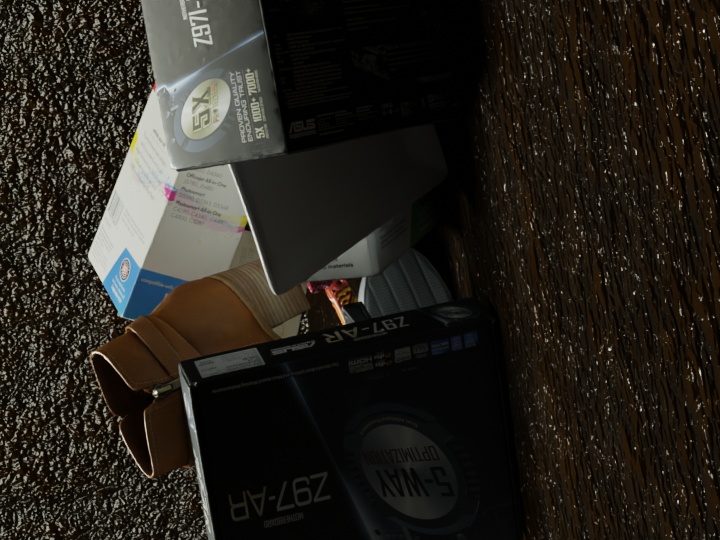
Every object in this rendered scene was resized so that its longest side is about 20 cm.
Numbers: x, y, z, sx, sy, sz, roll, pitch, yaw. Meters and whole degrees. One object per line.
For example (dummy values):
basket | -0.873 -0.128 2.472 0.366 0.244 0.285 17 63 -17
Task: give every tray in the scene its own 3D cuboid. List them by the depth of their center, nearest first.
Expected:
tray | -0.018 -0.071 1.471 0.200 0.022 0.108 -36 -65 -46

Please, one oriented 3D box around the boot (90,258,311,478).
boot | -0.071 0.098 1.499 0.077 0.155 0.201 -31 88 55

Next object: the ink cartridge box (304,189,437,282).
ink cartridge box | -0.018 -0.107 1.590 0.145 0.084 0.201 -40 -57 -66

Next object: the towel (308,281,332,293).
towel | -0.061 -0.056 1.798 0.145 0.022 0.200 58 172 5

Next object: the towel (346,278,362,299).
towel | 0.000 0.000 1.781 0.200 0.022 0.147 53 170 20

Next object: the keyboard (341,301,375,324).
keyboard | 0.020 0.113 1.588 0.127 0.021 0.201 -132 26 -62

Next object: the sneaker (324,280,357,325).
sneaker | 0.016 0.047 1.931 0.077 0.073 0.201 70 -172 -50

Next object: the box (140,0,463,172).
box | -0.036 -0.154 1.360 0.200 0.086 0.165 -18 -80 -56

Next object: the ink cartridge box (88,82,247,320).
ink cartridge box | -0.121 -0.069 1.658 0.201 0.067 0.116 -67 26 15

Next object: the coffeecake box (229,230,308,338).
coffeecake box | -0.087 0.062 1.759 0.200 0.073 0.154 115 168 -81

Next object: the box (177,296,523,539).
box | -0.005 0.116 1.464 0.044 0.199 0.161 -129 29 -68

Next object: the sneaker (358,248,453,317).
sneaker | 0.039 0.082 1.641 0.071 0.073 0.201 111 149 -63
